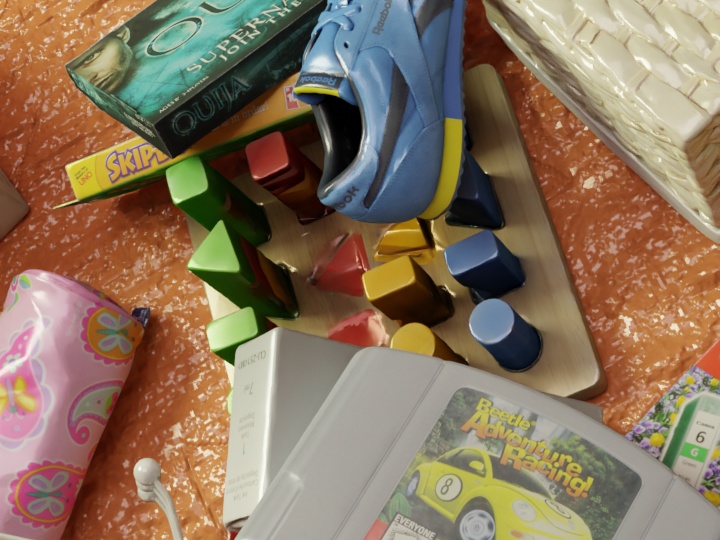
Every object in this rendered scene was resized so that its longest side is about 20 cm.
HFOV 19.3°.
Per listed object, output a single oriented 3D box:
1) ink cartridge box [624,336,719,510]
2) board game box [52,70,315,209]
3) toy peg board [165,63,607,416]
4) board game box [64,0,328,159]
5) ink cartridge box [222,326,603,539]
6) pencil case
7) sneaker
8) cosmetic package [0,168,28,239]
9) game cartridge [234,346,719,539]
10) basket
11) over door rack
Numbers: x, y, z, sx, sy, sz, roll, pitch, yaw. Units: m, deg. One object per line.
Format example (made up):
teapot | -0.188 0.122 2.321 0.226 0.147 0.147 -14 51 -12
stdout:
ink cartridge box | 0.194 0.089 0.999 0.109 0.051 0.200 35 65 28
board game box | -0.074 -0.079 1.184 0.199 0.095 0.030 -23 90 15
toy peg board | 0.000 0.000 1.124 0.198 0.098 0.201 -24 65 14
board game box | -0.057 -0.146 1.174 0.199 0.028 0.135 -37 32 -13
ink cartridge box | 0.027 0.134 1.015 0.043 0.199 0.175 -25 56 53
pencil case | -0.192 0.098 1.182 0.087 0.087 0.201 16 78 27
sneaker | 0.007 -0.124 1.073 0.066 0.078 0.202 -16 72 58
cosmetic package | -0.335 -0.064 1.229 0.165 0.200 0.165 -44 61 3
game cartridge | 0.060 0.116 0.930 0.199 0.041 0.133 25 56 15
basket | 0.158 -0.136 1.090 0.136 0.123 0.200 -44 61 2
over door rack | -0.134 0.132 1.064 0.198 0.148 0.067 1 80 -5
